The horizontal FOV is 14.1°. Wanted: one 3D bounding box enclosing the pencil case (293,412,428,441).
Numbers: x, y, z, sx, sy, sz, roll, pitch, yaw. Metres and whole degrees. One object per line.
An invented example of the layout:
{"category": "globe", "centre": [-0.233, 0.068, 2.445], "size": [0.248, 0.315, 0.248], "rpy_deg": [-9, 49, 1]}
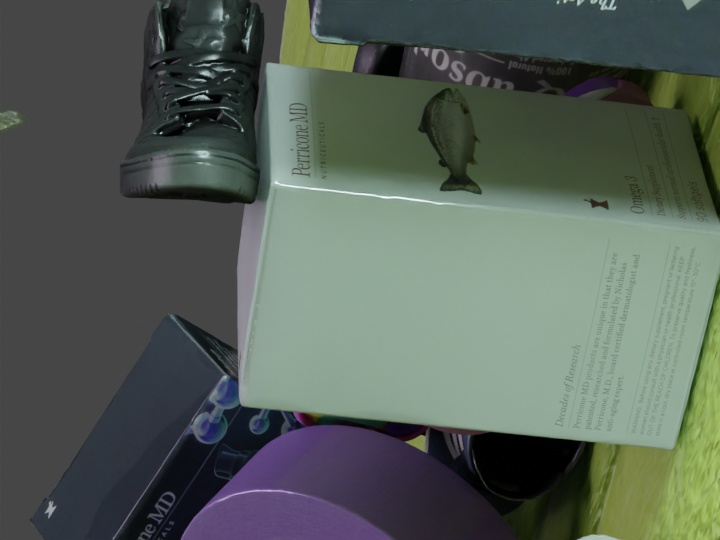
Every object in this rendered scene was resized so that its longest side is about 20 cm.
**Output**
{"category": "pencil case", "centre": [0.000, 0.000, 1.589], "size": [0.089, 0.088, 0.201], "rpy_deg": [103, 169, -48]}

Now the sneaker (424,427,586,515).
{"category": "sneaker", "centre": [0.075, 0.094, 1.523], "size": [0.200, 0.075, 0.085], "rpy_deg": [106, 172, -56]}

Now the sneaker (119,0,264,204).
{"category": "sneaker", "centre": [-0.073, -0.083, 1.294], "size": [0.200, 0.060, 0.105], "rpy_deg": [-160, 74, -87]}

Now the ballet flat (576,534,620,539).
{"category": "ballet flat", "centre": [0.103, 0.154, 1.325], "size": [0.200, 0.069, 0.070], "rpy_deg": [113, 162, -71]}

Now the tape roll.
{"category": "tape roll", "centre": [0.001, 0.182, 1.541], "size": [0.066, 0.200, 0.201], "rpy_deg": [-43, -26, -44]}

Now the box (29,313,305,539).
{"category": "box", "centre": [-0.059, 0.145, 1.677], "size": [0.149, 0.200, 0.107], "rpy_deg": [-56, 28, 4]}

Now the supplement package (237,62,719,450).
{"category": "supplement package", "centre": [0.048, -0.007, 1.303], "size": [0.117, 0.199, 0.118], "rpy_deg": [-96, 13, -58]}

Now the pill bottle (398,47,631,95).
{"category": "pill bottle", "centre": [0.082, -0.117, 1.477], "size": [0.117, 0.116, 0.201], "rpy_deg": [-92, 10, -49]}

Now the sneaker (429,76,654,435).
{"category": "sneaker", "centre": [0.074, -0.019, 1.419], "size": [0.200, 0.080, 0.089], "rpy_deg": [-58, 24, 26]}

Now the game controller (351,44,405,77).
{"category": "game controller", "centre": [0.058, -0.122, 1.591], "size": [0.200, 0.042, 0.105], "rpy_deg": [-36, -25, -42]}

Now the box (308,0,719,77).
{"category": "box", "centre": [0.085, -0.189, 1.162], "size": [0.117, 0.196, 0.201], "rpy_deg": [-102, 19, -71]}

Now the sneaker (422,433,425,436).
{"category": "sneaker", "centre": [0.068, 0.031, 1.670], "size": [0.199, 0.129, 0.080], "rpy_deg": [-41, 38, 20]}
